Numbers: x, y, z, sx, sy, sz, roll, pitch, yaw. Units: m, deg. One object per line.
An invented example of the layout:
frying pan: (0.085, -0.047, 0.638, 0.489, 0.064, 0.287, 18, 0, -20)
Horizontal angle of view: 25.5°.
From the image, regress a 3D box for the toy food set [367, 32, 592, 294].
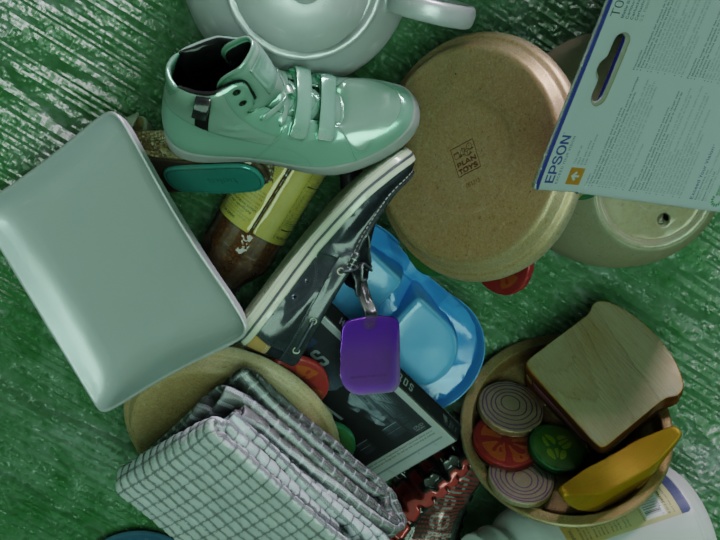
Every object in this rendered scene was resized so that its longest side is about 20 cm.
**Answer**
toy food set: (0.095, -0.085, 1.258, 0.200, 0.048, 0.199, -43, 65, 27)

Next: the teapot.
teapot: (-0.042, -0.227, 1.227, 0.199, 0.146, 0.198, -32, 109, 2)

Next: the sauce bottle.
sauce bottle: (-0.089, -0.042, 1.321, 0.066, 0.066, 0.201, 31, 101, -15)

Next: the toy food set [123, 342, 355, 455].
toy food set: (-0.104, 0.132, 1.350, 0.198, 0.049, 0.199, 23, 131, -2)

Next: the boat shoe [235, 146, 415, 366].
boat shoe: (-0.017, -0.010, 1.251, 0.062, 0.075, 0.201, 38, 91, -7)

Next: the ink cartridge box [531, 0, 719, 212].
ink cartridge box: (0.226, -0.143, 1.145, 0.198, 0.041, 0.201, 5, 118, -31)

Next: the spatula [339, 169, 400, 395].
spatula: (0.000, 0.000, 1.300, 0.056, 0.021, 0.202, -4, 84, -28)

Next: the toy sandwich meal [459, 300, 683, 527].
toy sandwich meal: (0.183, 0.121, 1.351, 0.203, 0.207, 0.071, -6, 146, -5)

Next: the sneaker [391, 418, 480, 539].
sneaker: (0.061, 0.222, 1.420, 0.098, 0.071, 0.201, 38, 95, -23)

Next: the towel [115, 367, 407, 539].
towel: (-0.081, 0.185, 1.300, 0.200, 0.086, 0.165, 41, 135, -13)

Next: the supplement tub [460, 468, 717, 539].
supplement tub: (0.197, 0.261, 1.388, 0.198, 0.144, 0.146, -13, 109, -20)

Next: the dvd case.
dvd case: (-0.034, 0.106, 1.359, 0.200, 0.025, 0.150, 43, 127, -18)

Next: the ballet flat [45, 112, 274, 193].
ballet flat: (-0.161, -0.095, 1.292, 0.198, 0.066, 0.071, 0, 149, 13)

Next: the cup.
cup: (0.221, -0.084, 1.307, 0.198, 0.143, 0.203, -2, 108, -6)

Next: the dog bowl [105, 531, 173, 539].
dog bowl: (-0.194, 0.335, 1.423, 0.110, 0.050, 0.202, -5, 108, -6)

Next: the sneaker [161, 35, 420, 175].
sneaker: (-0.051, -0.127, 1.186, 0.198, 0.118, 0.075, -3, 69, -3)

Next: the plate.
plate: (-0.194, -0.006, 1.273, 0.199, 0.032, 0.201, -28, 95, 40)

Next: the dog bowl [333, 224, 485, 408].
dog bowl: (0.017, 0.033, 1.366, 0.200, 0.050, 0.112, 42, 98, -18)
